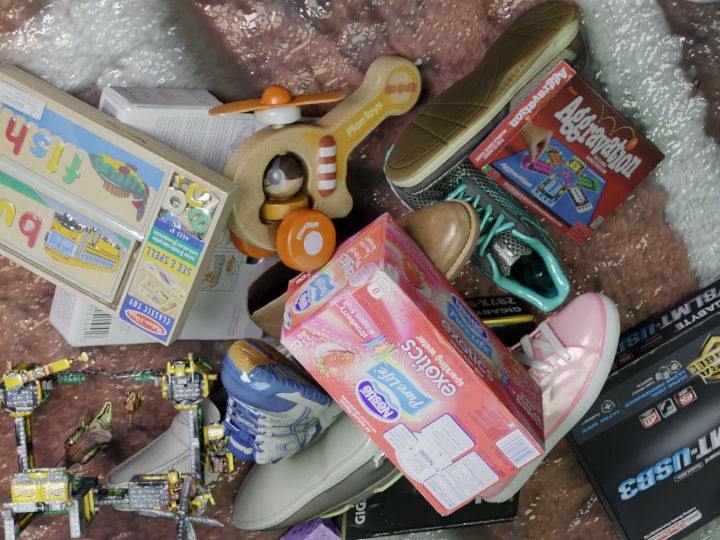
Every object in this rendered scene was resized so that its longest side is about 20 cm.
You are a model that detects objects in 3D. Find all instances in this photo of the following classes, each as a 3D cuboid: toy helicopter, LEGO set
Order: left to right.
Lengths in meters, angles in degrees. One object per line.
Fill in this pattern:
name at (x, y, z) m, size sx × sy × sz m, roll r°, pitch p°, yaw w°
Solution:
LEGO set at (-0.197, 0.136, 1.655) m, size 0.199 × 0.116 × 0.154 m, roll 5°, pitch 95°, yaw 2°
toy helicopter at (-0.032, -0.102, 1.641) m, size 0.200 × 0.079 × 0.133 m, roll -43°, pitch 123°, yaw -23°

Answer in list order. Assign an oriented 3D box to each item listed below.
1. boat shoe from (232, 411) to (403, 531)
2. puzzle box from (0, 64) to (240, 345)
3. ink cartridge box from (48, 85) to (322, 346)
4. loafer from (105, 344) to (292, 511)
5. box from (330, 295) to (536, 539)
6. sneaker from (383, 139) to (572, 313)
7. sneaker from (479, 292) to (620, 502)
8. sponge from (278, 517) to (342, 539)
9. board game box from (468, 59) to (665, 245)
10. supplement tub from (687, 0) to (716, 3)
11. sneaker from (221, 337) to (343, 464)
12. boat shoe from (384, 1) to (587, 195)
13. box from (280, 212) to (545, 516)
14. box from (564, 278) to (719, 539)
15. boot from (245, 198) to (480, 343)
boat shoe at (-0.029, 0.168, 1.755) m, size 0.060 × 0.072 × 0.202 m, roll 23°, pitch 142°, yaw -30°
puzzle box at (-0.199, -0.048, 1.588) m, size 0.199 × 0.025 × 0.133 m, roll 27°, pitch 114°, yaw 10°
ink cartridge box at (-0.135, -0.040, 1.670) m, size 0.176 × 0.045 × 0.201 m, roll 0°, pitch 117°, yaw -36°
loafer at (-0.121, 0.124, 1.747) m, size 0.200 × 0.070 × 0.070 m, roll -31°, pitch 116°, yaw -10°
box at (0.058, 0.123, 1.813) m, size 0.159 × 0.049 × 0.201 m, roll -5°, pitch 117°, yaw -17°
sneaker at (0.102, -0.038, 1.719) m, size 0.200 × 0.091 × 0.078 m, roll 39°, pitch 98°, yaw -29°
sneaker at (0.120, 0.093, 1.746) m, size 0.104 × 0.075 × 0.201 m, roll 23°, pitch 110°, yaw -31°
sponge at (-0.012, 0.302, 1.891) m, size 0.112 × 0.030 × 0.200 m, roll -43°, pitch 121°, yaw 7°
board game box at (0.165, -0.089, 1.702) m, size 0.103 × 0.019 × 0.200 m, roll -47°, pitch 149°, yaw 8°
supplement tub at (0.228, -0.304, 1.607) m, size 0.123 × 0.123 × 0.200 m, roll -43°, pitch 121°, yaw 6°
sneaker at (-0.068, 0.109, 1.635) m, size 0.088 × 0.075 × 0.200 m, roll -50°, pitch 161°, yaw 2°
boat shoe at (0.104, -0.121, 1.668) m, size 0.200 × 0.073 × 0.065 m, roll -43°, pitch 122°, yaw -12°
box at (0.041, 0.072, 1.633) m, size 0.102 × 0.095 × 0.200 m, roll -35°, pitch 112°, yaw 19°
box at (0.282, 0.130, 1.889) m, size 0.200 × 0.050 × 0.199 m, roll -30°, pitch 120°, yaw -1°
boot at (0.000, 0.000, 1.674) m, size 0.200 × 0.074 × 0.075 m, roll -30°, pitch 144°, yaw 22°
